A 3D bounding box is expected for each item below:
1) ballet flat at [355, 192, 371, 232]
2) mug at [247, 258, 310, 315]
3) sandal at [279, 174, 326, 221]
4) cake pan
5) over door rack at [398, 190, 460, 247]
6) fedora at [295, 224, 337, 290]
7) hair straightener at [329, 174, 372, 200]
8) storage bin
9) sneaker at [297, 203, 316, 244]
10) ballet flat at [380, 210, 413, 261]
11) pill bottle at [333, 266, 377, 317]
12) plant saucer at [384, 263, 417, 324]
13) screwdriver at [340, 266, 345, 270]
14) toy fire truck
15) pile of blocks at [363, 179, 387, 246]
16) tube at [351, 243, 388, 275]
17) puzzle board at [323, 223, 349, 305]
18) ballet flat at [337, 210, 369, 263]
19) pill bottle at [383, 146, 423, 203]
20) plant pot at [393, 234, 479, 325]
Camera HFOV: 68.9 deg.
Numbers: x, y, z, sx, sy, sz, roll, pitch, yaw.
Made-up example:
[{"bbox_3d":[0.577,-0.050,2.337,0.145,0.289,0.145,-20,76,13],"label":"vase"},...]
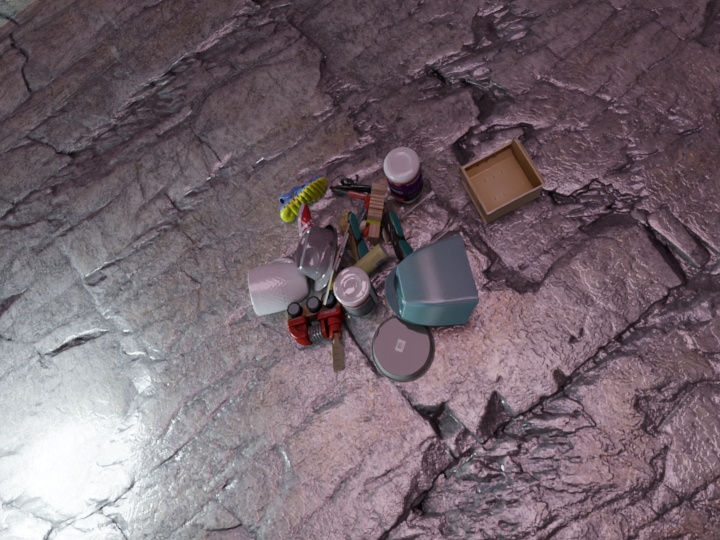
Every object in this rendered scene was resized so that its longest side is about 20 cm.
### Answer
[{"bbox_3d":[0.017,-0.173,1.696,0.073,0.074,0.204,26,81,18],"label":"ballet flat"},{"bbox_3d":[-0.253,0.033,1.659,0.170,0.150,0.203,-12,40,-2],"label":"mug"},{"bbox_3d":[-0.202,-0.259,1.767,0.198,0.080,0.087,-37,55,-6],"label":"sandal"},{"bbox_3d":[0.124,0.227,1.560,0.194,0.037,0.207,-4,72,11],"label":"cake pan"},{"bbox_3d":[0.191,-0.146,1.649,0.197,0.067,0.150,-33,70,0],"label":"over door rack"},{"bbox_3d":[-0.140,-0.051,1.568,0.088,0.176,0.206,18,73,-23],"label":"fedora"},{"bbox_3d":[-0.027,-0.276,1.724,0.197,0.041,0.078,15,67,43],"label":"hair straightener"},{"bbox_3d":[0.432,-0.282,1.625,0.196,0.094,0.202,-26,69,3],"label":"storage bin"},{"bbox_3d":[-0.147,-0.123,1.712,0.109,0.071,0.207,-6,79,14],"label":"sneaker"},{"bbox_3d":[0.113,-0.085,1.608,0.068,0.067,0.204,-38,59,34],"label":"ballet flat"},{"bbox_3d":[-0.007,0.073,1.550,0.107,0.200,0.114,-4,70,10],"label":"pill bottle"},{"bbox_3d":[0.165,0.070,1.583,0.194,0.039,0.207,3,65,-6],"label":"plant saucer"},{"bbox_3d":[-0.074,-0.016,1.665,0.196,0.028,0.029,28,58,6],"label":"screwdriver"},{"bbox_3d":[-0.122,0.197,1.591,0.171,0.129,0.205,-16,60,7],"label":"toy fire truck"},{"bbox_3d":[0.037,-0.184,1.642,0.060,0.082,0.207,10,88,-3],"label":"pile of blocks"},{"bbox_3d":[0.000,0.000,1.615,0.199,0.052,0.058,-43,77,15],"label":"tube"},{"bbox_3d":[-0.067,-0.019,1.552,0.017,0.153,0.203,17,47,-1],"label":"puzzle board"},{"bbox_3d":[-0.021,-0.089,1.645,0.069,0.071,0.204,-19,111,5],"label":"ballet flat"},{"bbox_3d":[0.138,-0.287,1.633,0.109,0.200,0.116,-4,71,10],"label":"pill bottle"},{"bbox_3d":[0.198,0.043,1.478,0.194,0.197,0.201,-9,67,-5],"label":"plant pot"}]
